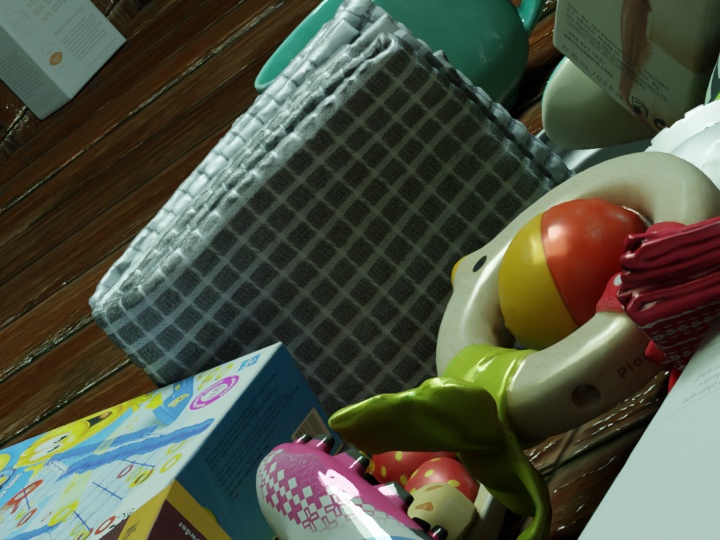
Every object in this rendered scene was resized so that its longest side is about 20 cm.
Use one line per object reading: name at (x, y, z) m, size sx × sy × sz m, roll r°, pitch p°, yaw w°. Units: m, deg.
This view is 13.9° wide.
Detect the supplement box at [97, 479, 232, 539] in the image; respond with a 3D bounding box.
supplement box at (-0.109, 0.216, 1.026) m, size 0.200 × 0.133 × 0.197 m, roll -39°, pitch 12°, yaw 21°

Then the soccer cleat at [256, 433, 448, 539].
soccer cleat at (0.003, 0.121, 1.038) m, size 0.086 × 0.070 × 0.200 m, roll -50°, pitch 33°, yaw -8°

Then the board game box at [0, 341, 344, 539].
board game box at (-0.131, 0.128, 1.243) m, size 0.195 × 0.056 × 0.200 m, roll -21°, pitch 18°, yaw 33°

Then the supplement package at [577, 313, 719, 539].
supplement package at (0.121, 0.094, 0.726) m, size 0.117 × 0.117 × 0.200 m, roll -29°, pitch 18°, yaw 49°

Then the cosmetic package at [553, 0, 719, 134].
cosmetic package at (0.149, -0.155, 1.242) m, size 0.103 × 0.087 × 0.200 m, roll -39°, pitch -24°, yaw -20°

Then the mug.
mug at (0.038, -0.129, 1.789) m, size 0.185 × 0.114 × 0.152 m, roll -32°, pitch 16°, yaw 41°

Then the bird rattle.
bird rattle at (0.083, 0.012, 1.090) m, size 0.200 × 0.113 × 0.163 m, roll -41°, pitch 26°, yaw 27°

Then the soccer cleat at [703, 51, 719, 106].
soccer cleat at (0.177, -0.099, 1.197) m, size 0.081 × 0.067 × 0.201 m, roll -81°, pitch 12°, yaw -67°

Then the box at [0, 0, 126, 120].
box at (-0.419, -0.313, 3.748) m, size 0.124 × 0.200 × 0.097 m, roll -50°, pitch 14°, yaw -32°

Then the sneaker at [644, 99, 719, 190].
sneaker at (0.166, -0.030, 1.137) m, size 0.200 × 0.076 × 0.081 m, roll -41°, pitch 21°, yaw 19°

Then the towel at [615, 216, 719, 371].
towel at (0.155, -0.004, 0.876) m, size 0.144 × 0.023 × 0.200 m, roll -19°, pitch -13°, yaw 9°

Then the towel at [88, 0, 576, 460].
towel at (0.000, 0.000, 1.327) m, size 0.200 × 0.166 × 0.086 m, roll -47°, pitch 13°, yaw 3°

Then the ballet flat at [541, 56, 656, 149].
ballet flat at (0.175, -0.112, 1.363) m, size 0.200 × 0.070 × 0.069 m, roll -34°, pitch 9°, yaw -15°

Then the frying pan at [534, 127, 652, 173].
frying pan at (0.140, -0.058, 1.404) m, size 0.190 × 0.031 × 0.115 m, roll -14°, pitch 34°, yaw 42°

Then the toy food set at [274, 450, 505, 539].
toy food set at (-0.020, 0.136, 1.217) m, size 0.198 × 0.049 × 0.200 m, roll -39°, pitch 13°, yaw 22°
